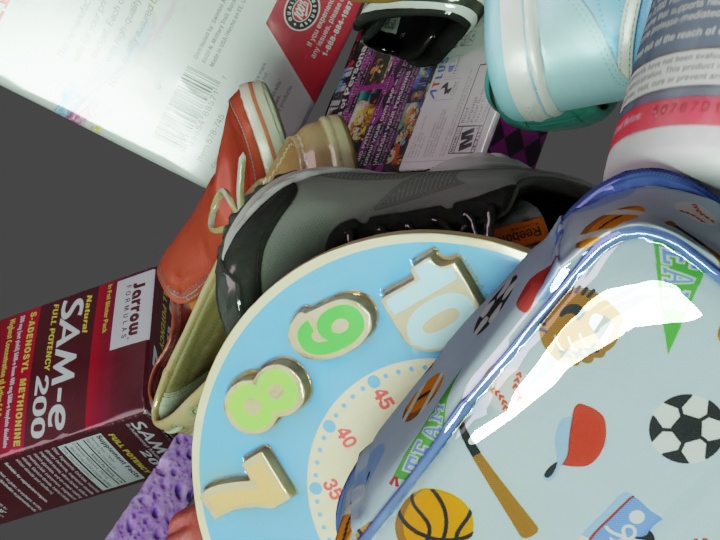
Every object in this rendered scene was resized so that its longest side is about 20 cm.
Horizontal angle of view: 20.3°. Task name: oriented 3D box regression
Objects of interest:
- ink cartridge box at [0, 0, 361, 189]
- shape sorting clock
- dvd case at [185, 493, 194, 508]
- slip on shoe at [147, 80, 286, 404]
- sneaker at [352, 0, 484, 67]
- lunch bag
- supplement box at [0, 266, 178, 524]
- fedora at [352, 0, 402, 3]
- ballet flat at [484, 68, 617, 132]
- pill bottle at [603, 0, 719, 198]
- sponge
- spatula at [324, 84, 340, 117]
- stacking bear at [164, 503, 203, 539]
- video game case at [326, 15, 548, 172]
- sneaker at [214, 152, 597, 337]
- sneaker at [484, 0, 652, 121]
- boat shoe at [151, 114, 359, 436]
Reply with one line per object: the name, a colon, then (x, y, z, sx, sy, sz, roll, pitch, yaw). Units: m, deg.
ink cartridge box: (-0.118, -0.147, 1.135, 0.146, 0.199, 0.145, -62, 12, 5)
shape sorting clock: (0.030, 0.084, 0.737, 0.200, 0.200, 0.039, -54, -4, 19)
dvd case: (-0.086, 0.169, 0.947, 0.201, 0.017, 0.143, -60, -15, 9)
slip on shoe: (-0.070, -0.003, 1.012, 0.074, 0.061, 0.201, -112, 29, -51)
sneaker: (0.016, -0.174, 1.005, 0.116, 0.075, 0.201, -57, 31, 9)
lunch bag: (0.090, 0.081, 0.664, 0.200, 0.160, 0.076, -53, 8, 22)
supplement box: (-0.192, 0.082, 1.172, 0.199, 0.061, 0.109, -19, 46, 19)
fedora: (-0.008, -0.219, 0.911, 0.082, 0.201, 0.200, -44, 16, -31)
ballet flat: (0.122, -0.152, 0.910, 0.070, 0.067, 0.201, 15, 79, 38)
pill bottle: (0.167, -0.102, 0.711, 0.119, 0.119, 0.201, -9, 60, 58)
sponge: (-0.125, 0.166, 0.983, 0.112, 0.030, 0.200, -63, -3, 36)
spatula: (-0.039, -0.013, 1.107, 0.056, 0.021, 0.201, 5, 70, 50)
stacking bear: (0.037, 0.075, 0.808, 0.200, 0.114, 0.122, -32, 23, 30)
video game case: (0.056, -0.132, 1.023, 0.181, 0.036, 0.201, 1, 68, 61)
sneaker: (0.025, -0.011, 0.828, 0.079, 0.199, 0.074, 2, 104, 51)
sneaker: (0.122, -0.162, 0.839, 0.130, 0.079, 0.201, -1, 82, 20)
boat shoe: (-0.047, 0.012, 0.934, 0.074, 0.062, 0.201, -107, 28, -45)
